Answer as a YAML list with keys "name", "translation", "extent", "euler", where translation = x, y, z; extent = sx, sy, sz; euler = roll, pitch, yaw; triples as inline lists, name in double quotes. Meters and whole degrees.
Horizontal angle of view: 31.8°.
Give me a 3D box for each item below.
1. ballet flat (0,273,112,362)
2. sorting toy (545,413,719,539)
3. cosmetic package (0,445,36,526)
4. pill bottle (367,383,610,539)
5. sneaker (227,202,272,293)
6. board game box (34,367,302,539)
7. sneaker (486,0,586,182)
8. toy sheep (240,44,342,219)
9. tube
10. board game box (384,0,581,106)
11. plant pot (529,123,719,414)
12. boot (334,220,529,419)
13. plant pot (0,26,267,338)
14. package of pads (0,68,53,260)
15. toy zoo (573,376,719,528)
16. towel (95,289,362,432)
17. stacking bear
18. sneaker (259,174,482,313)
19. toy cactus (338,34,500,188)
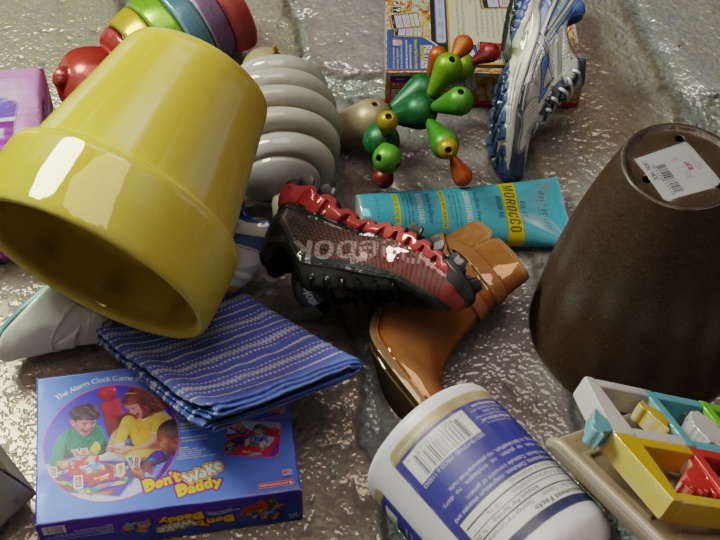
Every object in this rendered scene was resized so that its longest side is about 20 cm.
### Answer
- name: "ballet flat"
  translation: [-0.221, 0.020, 1.086]
  extent: [0.069, 0.070, 0.200]
  euler: [30, 53, 22]
- name: "sorting toy"
  translation: [0.244, 0.177, 0.922]
  extent: [0.199, 0.037, 0.185]
  euler: [-3, 40, -49]
- name: "cosmetic package"
  translation: [-0.351, 0.129, 0.970]
  extent: [0.105, 0.071, 0.200]
  euler: [-44, 60, -10]
- name: "pill bottle"
  translation: [0.108, 0.189, 0.909]
  extent: [0.119, 0.120, 0.200]
  euler: [-29, 57, -23]
- name: "sneaker"
  translation: [-0.146, -0.078, 1.109]
  extent: [0.088, 0.075, 0.200]
  euler: [-42, 82, 12]
- name: "board game box"
  translation: [-0.152, 0.139, 0.995]
  extent: [0.199, 0.045, 0.135]
  euler: [-6, 50, -6]
- name: "sneaker"
  translation: [0.175, -0.180, 1.210]
  extent: [0.085, 0.077, 0.201]
  euler: [11, 83, -3]
- name: "toy sheep"
  translation: [-0.081, -0.122, 1.166]
  extent: [0.137, 0.138, 0.201]
  euler: [-5, 64, -5]
- name: "tube"
  translation: [0.094, -0.048, 1.158]
  extent: [0.199, 0.050, 0.078]
  euler: [-4, 65, -10]
- name: "board game box"
  translation: [0.123, -0.238, 1.311]
  extent: [0.198, 0.046, 0.152]
  euler: [1, 50, 0]
- name: "plant pot"
  translation: [0.240, -0.014, 1.027]
  extent: [0.185, 0.201, 0.188]
  euler: [0, 50, 0]
- name: "boot"
  translation: [0.075, 0.040, 1.054]
  extent: [0.154, 0.074, 0.200]
  euler: [-23, 50, -10]
- name: "plant pot"
  translation: [-0.169, -0.077, 0.986]
  extent: [0.200, 0.201, 0.190]
  euler: [20, 69, 15]
- name: "package of pads"
  translation: [-0.348, -0.101, 1.175]
  extent: [0.120, 0.076, 0.201]
  euler: [-8, 51, -4]
- name: "toy zoo"
  translation: [0.239, 0.136, 0.925]
  extent: [0.199, 0.021, 0.131]
  euler: [13, 29, -31]
- name: "towel"
  translation: [-0.108, 0.063, 1.010]
  extent: [0.144, 0.024, 0.200]
  euler: [-18, 27, -31]
- name: "stacking bear"
  translation: [-0.213, -0.219, 1.259]
  extent: [0.200, 0.122, 0.114]
  euler: [-36, 51, -15]
- name: "sneaker"
  translation: [0.000, 0.000, 1.022]
  extent: [0.200, 0.071, 0.098]
  euler: [25, 71, 27]
- name: "toy cactus"
  translation: [0.044, -0.142, 1.195]
  extent: [0.164, 0.102, 0.201]
  euler: [-8, 42, 38]
